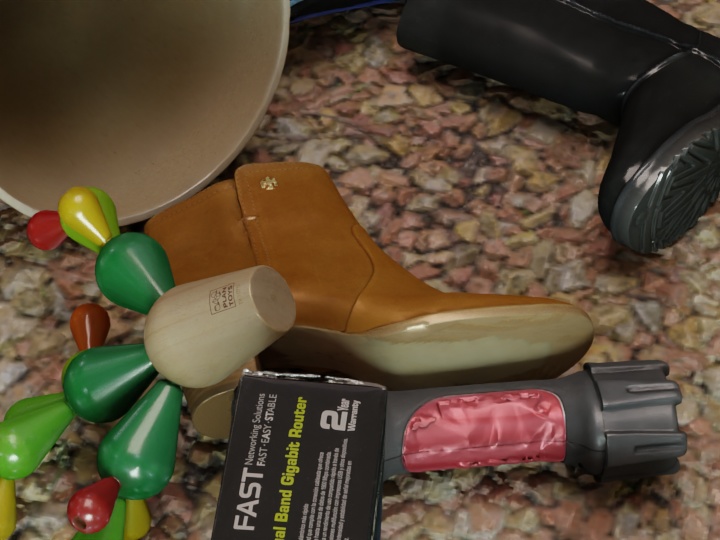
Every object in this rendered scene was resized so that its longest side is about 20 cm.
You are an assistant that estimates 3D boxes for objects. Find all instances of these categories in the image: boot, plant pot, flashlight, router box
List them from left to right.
[{"bbox_3d":[-0.164,-0.147,1.276,0.187,0.188,0.200,-23,34,-23],"label":"plant pot"},{"bbox_3d":[-0.029,0.161,0.953,0.062,0.150,0.201,4,44,3],"label":"router box"},{"bbox_3d":[0.000,0.001,1.179,0.200,0.071,0.144,-10,47,-4],"label":"boot"},{"bbox_3d":[0.044,0.076,1.107,0.199,0.068,0.068,-3,70,-5],"label":"flashlight"},{"bbox_3d":[0.103,-0.099,1.288,0.199,0.066,0.165,30,42,23],"label":"boot"}]

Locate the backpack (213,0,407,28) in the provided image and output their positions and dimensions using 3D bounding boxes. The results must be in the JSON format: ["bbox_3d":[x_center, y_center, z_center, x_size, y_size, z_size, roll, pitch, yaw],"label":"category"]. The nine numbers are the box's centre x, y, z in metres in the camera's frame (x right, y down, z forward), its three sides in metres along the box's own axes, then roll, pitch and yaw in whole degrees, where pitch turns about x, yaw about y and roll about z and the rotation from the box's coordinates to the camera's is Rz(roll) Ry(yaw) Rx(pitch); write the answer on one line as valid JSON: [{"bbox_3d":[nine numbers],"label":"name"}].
[{"bbox_3d":[-0.017,-0.233,1.357,0.199,0.184,0.134,-13,26,-34],"label":"backpack"}]

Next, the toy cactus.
[{"bbox_3d":[-0.105,0.035,1.097,0.165,0.102,0.201,-26,44,32],"label":"toy cactus"}]
